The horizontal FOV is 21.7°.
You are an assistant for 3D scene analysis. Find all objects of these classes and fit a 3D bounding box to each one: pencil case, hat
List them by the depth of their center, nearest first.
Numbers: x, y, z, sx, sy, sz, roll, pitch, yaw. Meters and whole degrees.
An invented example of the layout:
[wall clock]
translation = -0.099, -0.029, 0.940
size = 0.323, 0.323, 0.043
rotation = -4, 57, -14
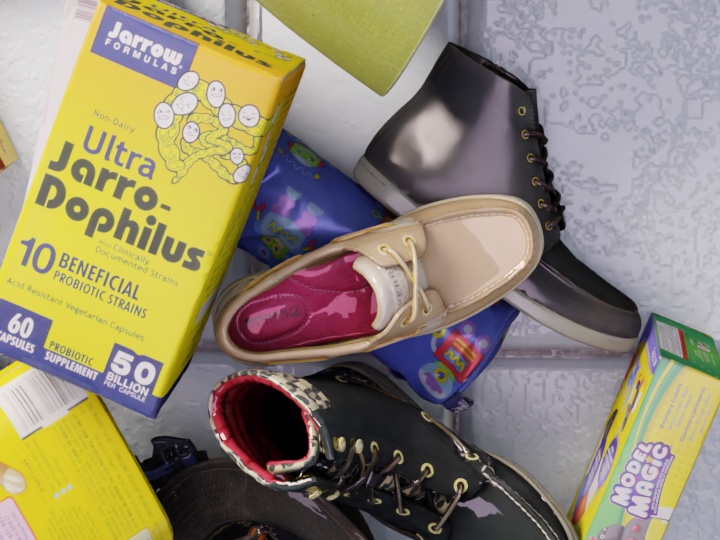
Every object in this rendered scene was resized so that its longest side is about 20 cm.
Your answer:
[pencil case]
translation = 0.000, 0.000, 1.130
size = 0.199, 0.078, 0.087
rotation = 37, 117, -3
[hat]
translation = -0.035, 0.187, 1.162
size = 0.199, 0.081, 0.203
rotation = 14, 121, 24

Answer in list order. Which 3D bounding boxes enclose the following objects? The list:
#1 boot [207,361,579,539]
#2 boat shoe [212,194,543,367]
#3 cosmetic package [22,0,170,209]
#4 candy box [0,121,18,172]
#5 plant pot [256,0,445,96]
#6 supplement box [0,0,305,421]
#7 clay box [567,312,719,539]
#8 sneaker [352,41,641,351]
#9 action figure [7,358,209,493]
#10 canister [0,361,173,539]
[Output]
[boot]
translation = 0.017, 0.121, 1.061
size = 0.203, 0.153, 0.074
rotation = 37, 103, 25
[boat shoe]
translation = 0.011, 0.012, 1.056
size = 0.198, 0.069, 0.074
rotation = -21, 95, 3
[cosmetic package]
translation = -0.163, -0.076, 1.130
size = 0.050, 0.083, 0.202
rotation = 14, 103, 0
[candy box]
translation = -0.327, -0.074, 1.160
size = 0.198, 0.056, 0.118
rotation = -25, 99, 12
[plant pot]
translation = -0.032, -0.225, 1.020
size = 0.198, 0.187, 0.188
rotation = 27, 103, -7
[supplement box]
translation = -0.119, -0.040, 1.036
size = 0.108, 0.110, 0.202
rotation = 22, 102, 0
[clay box]
translation = 0.158, 0.136, 1.123
size = 0.047, 0.115, 0.202
rotation = 22, 102, 2
[sneaker]
translation = 0.102, -0.042, 1.112
size = 0.199, 0.075, 0.107
rotation = 35, 103, -1
[action figure]
translation = -0.200, 0.115, 1.178
size = 0.198, 0.105, 0.195
rotation = -18, 107, -5
[canister]
translation = -0.223, 0.151, 1.064
size = 0.199, 0.086, 0.150
rotation = -32, 101, -20
